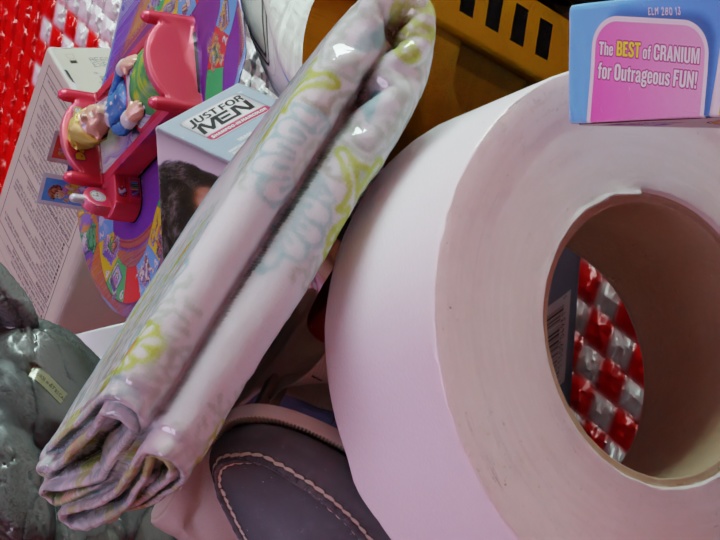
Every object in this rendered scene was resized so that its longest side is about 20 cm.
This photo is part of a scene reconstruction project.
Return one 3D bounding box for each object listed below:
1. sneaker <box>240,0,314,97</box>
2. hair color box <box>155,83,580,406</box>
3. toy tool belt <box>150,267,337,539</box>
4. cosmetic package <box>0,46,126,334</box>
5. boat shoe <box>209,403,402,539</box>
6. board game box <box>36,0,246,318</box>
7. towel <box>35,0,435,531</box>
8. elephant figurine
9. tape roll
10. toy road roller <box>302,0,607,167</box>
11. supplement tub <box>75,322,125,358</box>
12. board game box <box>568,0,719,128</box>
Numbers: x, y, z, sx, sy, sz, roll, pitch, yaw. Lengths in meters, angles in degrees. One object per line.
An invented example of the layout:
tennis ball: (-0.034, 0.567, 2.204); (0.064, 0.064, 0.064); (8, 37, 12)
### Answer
sneaker: (-0.031, -0.147, 1.065); (0.073, 0.071, 0.201); (97, 160, -60)
hair color box: (0.000, 0.000, 0.966); (0.199, 0.061, 0.099); (26, 131, 33)
toy tool belt: (0.008, 0.069, 0.880); (0.200, 0.123, 0.125); (-47, 13, 51)
cosmetic package: (-0.159, -0.020, 1.253); (0.104, 0.073, 0.201); (56, 136, 37)
boat shoe: (0.007, 0.136, 0.791); (0.073, 0.062, 0.200); (-20, 114, 39)
board game box: (-0.118, -0.076, 1.081); (0.158, 0.039, 0.201); (40, 119, 56)
towel: (-0.046, 0.001, 0.813); (0.201, 0.048, 0.171); (-59, 8, -21)
elephant figurine: (-0.188, 0.111, 1.005); (0.199, 0.141, 0.156); (-23, 51, 41)
tape roll: (0.088, 0.029, 0.787); (0.071, 0.202, 0.204); (-19, 77, 55)
toy road roller: (0.016, -0.121, 0.882); (0.123, 0.199, 0.147); (23, 89, 52)
supplement tub: (-0.098, 0.130, 1.103); (0.145, 0.144, 0.201); (-21, 79, 54)
board game box: (0.185, -0.067, 0.677); (0.200, 0.152, 0.041); (2, 93, 55)
